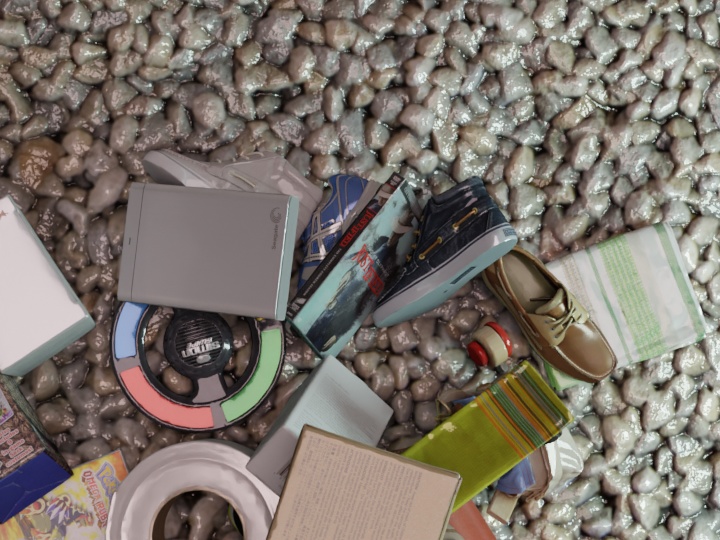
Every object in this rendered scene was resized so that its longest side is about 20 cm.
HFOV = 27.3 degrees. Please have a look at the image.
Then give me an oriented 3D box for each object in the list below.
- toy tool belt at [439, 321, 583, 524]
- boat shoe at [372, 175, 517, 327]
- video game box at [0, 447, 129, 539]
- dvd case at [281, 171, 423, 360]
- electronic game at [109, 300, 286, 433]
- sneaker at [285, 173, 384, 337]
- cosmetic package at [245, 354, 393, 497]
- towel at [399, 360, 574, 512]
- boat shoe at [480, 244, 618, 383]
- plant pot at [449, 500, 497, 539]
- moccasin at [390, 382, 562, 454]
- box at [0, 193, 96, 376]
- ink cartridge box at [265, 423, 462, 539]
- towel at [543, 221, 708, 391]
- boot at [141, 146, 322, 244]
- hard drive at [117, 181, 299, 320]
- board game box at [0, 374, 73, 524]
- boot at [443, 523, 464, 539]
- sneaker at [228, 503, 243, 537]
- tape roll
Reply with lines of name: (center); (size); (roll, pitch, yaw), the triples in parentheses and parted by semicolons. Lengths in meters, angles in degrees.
toy tool belt: (0.152, 0.172, 1.666); (0.122, 0.125, 0.201); (-31, 89, -18)
boat shoe: (0.081, -0.019, 1.677); (0.200, 0.071, 0.091); (-36, 69, 23)
video game box: (-0.313, 0.322, 1.626); (0.181, 0.047, 0.201); (-21, 88, -12)
dvd case: (0.000, 0.000, 1.651); (0.022, 0.146, 0.200); (33, 79, 25)
electronic game: (-0.182, 0.082, 1.666); (0.198, 0.042, 0.202); (1, 85, -8)
sneaker: (-0.036, -0.017, 1.689); (0.077, 0.076, 0.201); (26, 84, 22)
cosmetic package: (-0.041, 0.180, 1.595); (0.101, 0.200, 0.071); (42, 113, -2)
towel: (0.121, 0.179, 1.531); (0.199, 0.018, 0.086); (-35, 62, -15)
boat shoe: (0.213, 0.048, 1.686); (0.200, 0.074, 0.076); (45, 82, 0)
plant pot: (0.089, 0.350, 1.615); (0.200, 0.201, 0.196); (-26, 82, -9)
moccasin: (0.114, 0.172, 1.590); (0.200, 0.074, 0.078); (-22, 71, 12)
box: (-0.367, 0.021, 1.565); (0.106, 0.200, 0.153); (-34, 90, -9)
ink cartridge box: (-0.010, 0.269, 1.441); (0.164, 0.075, 0.201); (19, 81, 0)
towel: (0.295, 0.041, 1.746); (0.199, 0.031, 0.150); (-19, 86, -7)
boot: (-0.141, -0.102, 1.670); (0.199, 0.074, 0.096); (32, 72, 5)
hard drive: (-0.167, -0.022, 1.602); (0.199, 0.027, 0.133); (6, 88, 23)
board game box: (-0.404, 0.147, 1.548); (0.097, 0.160, 0.200); (-34, 76, -10)
boot: (0.017, 0.314, 1.500); (0.199, 0.070, 0.147); (-28, 74, -11)
sneaker: (-0.072, 0.316, 1.641); (0.200, 0.083, 0.072); (39, 82, -3)
tape roll: (-0.168, 0.280, 1.574); (0.201, 0.071, 0.204); (0, 86, 5)
